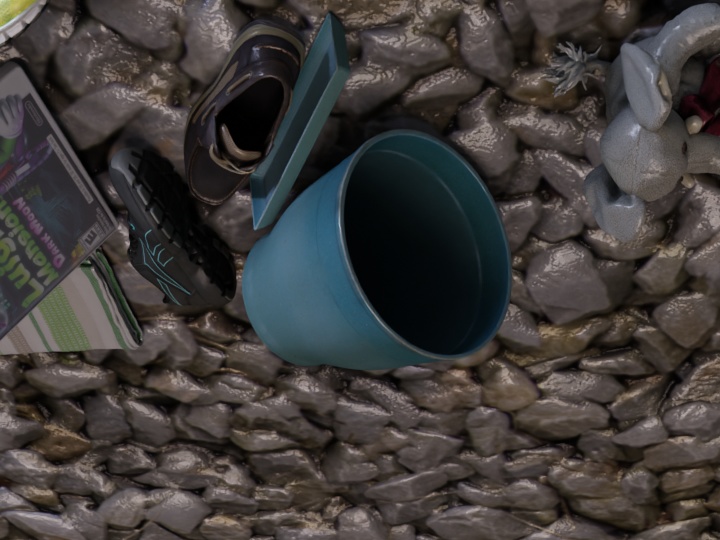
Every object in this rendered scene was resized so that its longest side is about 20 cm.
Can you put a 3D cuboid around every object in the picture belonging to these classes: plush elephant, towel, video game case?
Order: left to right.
[{"bbox_3d":[-0.321,-0.051,1.086,0.023,0.182,0.200,23,150,38],"label":"video game case"},{"bbox_3d":[-0.340,0.040,1.275,0.199,0.031,0.150,-5,135,11],"label":"towel"},{"bbox_3d":[0.244,-0.114,0.962,0.199,0.155,0.165,3,137,2],"label":"plush elephant"}]

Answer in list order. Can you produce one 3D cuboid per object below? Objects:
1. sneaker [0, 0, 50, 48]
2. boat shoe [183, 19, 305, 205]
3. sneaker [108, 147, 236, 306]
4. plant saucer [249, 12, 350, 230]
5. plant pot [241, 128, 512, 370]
[{"bbox_3d":[-0.326,-0.218,0.971,0.199,0.078,0.091,-16,126,19],"label":"sneaker"},{"bbox_3d":[-0.108,-0.122,1.050,0.074,0.074,0.200,18,135,-12],"label":"boat shoe"},{"bbox_3d":[-0.190,-0.030,1.154,0.079,0.076,0.200,-11,134,20],"label":"sneaker"},{"bbox_3d":[-0.053,-0.122,1.050,0.019,0.070,0.200,9,138,-21],"label":"plant saucer"},{"bbox_3d":[0.000,0.000,1.096,0.200,0.201,0.188,35,145,-28],"label":"plant pot"}]
